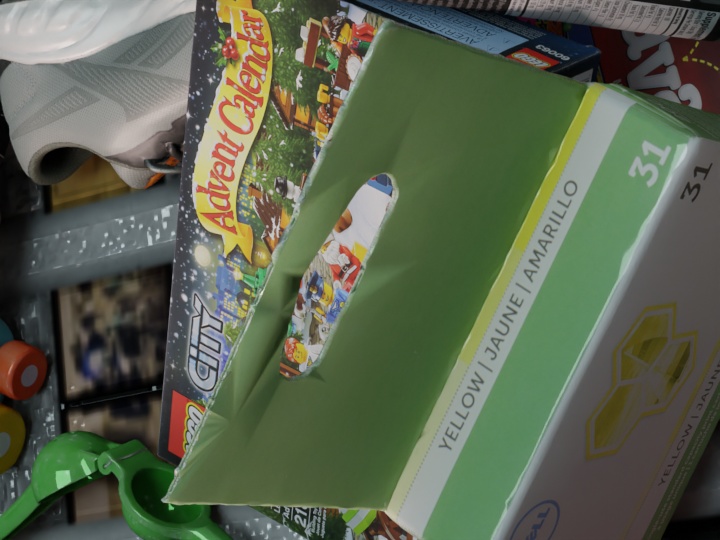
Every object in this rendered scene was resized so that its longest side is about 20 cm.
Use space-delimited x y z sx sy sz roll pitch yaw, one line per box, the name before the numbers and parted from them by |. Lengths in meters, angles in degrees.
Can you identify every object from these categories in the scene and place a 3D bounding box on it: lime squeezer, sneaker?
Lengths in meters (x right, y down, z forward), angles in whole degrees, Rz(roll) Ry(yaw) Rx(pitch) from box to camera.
lime squeezer | -0.090 0.099 0.898 0.199 0.038 0.071 7 89 34
sneaker | -0.057 -0.073 0.882 0.200 0.074 0.080 -5 92 39

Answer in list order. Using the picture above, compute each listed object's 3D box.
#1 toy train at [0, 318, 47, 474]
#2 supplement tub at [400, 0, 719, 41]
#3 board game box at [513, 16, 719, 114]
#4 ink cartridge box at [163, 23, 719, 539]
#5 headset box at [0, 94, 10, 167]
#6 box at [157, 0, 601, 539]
toy train | -0.221 0.052 0.980 0.200 0.056 0.151 -36 66 26
supplement tub | 0.065 -0.137 0.726 0.199 0.123 0.123 7 88 -3
board game box | 0.084 -0.061 0.810 0.103 0.019 0.201 -22 73 29
ink cartridge box | 0.049 0.017 0.684 0.048 0.200 0.146 32 104 31
headset box | -0.225 -0.030 0.944 0.148 0.075 0.201 -1 64 34
box | 0.000 0.000 0.798 0.136 0.038 0.201 25 122 30
